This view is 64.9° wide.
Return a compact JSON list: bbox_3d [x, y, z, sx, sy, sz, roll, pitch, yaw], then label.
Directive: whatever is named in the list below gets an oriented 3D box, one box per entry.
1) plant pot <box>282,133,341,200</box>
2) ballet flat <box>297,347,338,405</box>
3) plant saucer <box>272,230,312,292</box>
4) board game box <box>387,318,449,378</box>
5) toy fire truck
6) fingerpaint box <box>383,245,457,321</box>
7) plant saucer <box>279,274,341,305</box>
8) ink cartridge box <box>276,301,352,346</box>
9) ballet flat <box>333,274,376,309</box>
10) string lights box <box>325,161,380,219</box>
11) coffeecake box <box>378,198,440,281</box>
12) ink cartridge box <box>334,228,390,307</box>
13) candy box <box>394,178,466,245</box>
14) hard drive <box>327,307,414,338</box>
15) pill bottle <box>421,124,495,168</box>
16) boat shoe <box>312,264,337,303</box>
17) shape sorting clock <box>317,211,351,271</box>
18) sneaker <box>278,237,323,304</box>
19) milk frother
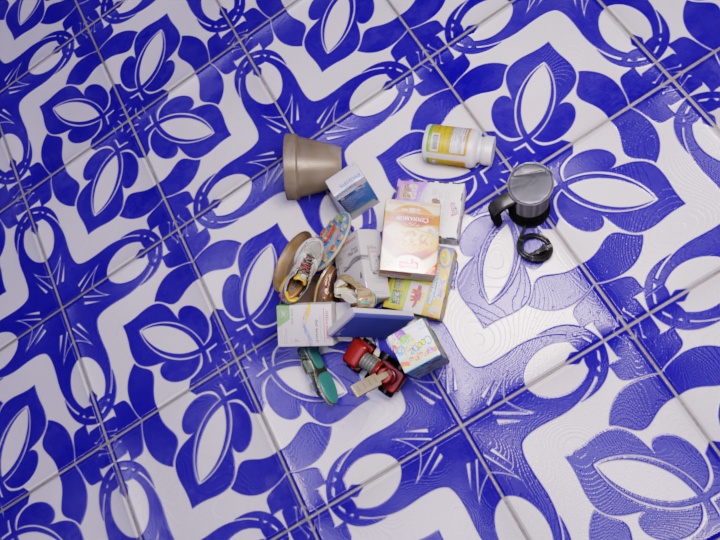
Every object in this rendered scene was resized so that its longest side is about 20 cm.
[{"bbox_3d":[-0.142,-0.315,1.725,0.172,0.200,0.202,0,76,-1],"label":"plant pot"},{"bbox_3d":[-0.126,0.299,1.624,0.074,0.074,0.201,-25,74,8],"label":"ballet flat"},{"bbox_3d":[-0.190,-0.021,1.687,0.200,0.035,0.202,-37,37,35],"label":"plant saucer"},{"bbox_3d":[0.156,0.209,1.488,0.104,0.200,0.104,-29,71,6],"label":"board game box"},{"bbox_3d":[0.019,0.266,1.512,0.175,0.200,0.129,34,87,20],"label":"toy fire truck"},{"bbox_3d":[0.171,0.027,1.597,0.165,0.073,0.202,10,81,19],"label":"fingerpaint box"},{"bbox_3d":[-0.145,0.112,1.687,0.198,0.034,0.202,-4,76,15],"label":"plant saucer"},{"bbox_3d":[-0.126,0.147,1.563,0.198,0.067,0.118,-3,90,11],"label":"ink cartridge box"},{"bbox_3d":[-0.033,0.055,1.524,0.199,0.065,0.071,20,112,56],"label":"ballet flat"},{"bbox_3d":[-0.019,-0.227,1.647,0.102,0.200,0.059,-32,70,5],"label":"string lights box"},{"bbox_3d":[0.133,-0.082,1.537,0.152,0.073,0.202,5,76,1],"label":"coffeecake box"},{"bbox_3d":[0.000,0.000,1.612,0.146,0.082,0.202,-30,64,52],"label":"ink cartridge box"},{"bbox_3d":[0.197,-0.169,1.640,0.198,0.072,0.170,7,78,18],"label":"candy box"},{"bbox_3d":[0.029,0.143,1.520,0.132,0.198,0.026,-44,51,43],"label":"hard drive"},{"bbox_3d":[0.286,-0.357,1.641,0.198,0.111,0.112,11,80,18],"label":"pill bottle"},{"bbox_3d":[-0.101,0.085,1.630,0.067,0.072,0.202,18,88,12],"label":"boat shoe"},{"bbox_3d":[-0.092,-0.086,1.657,0.039,0.200,0.201,33,86,-19],"label":"shape sorting clock"},{"bbox_3d":[-0.153,0.004,1.552,0.077,0.082,0.202,25,89,-18],"label":"sneaker"},{"bbox_3d":[0.457,-0.147,1.499,0.180,0.188,0.200,-44,69,2],"label":"milk frother"}]
